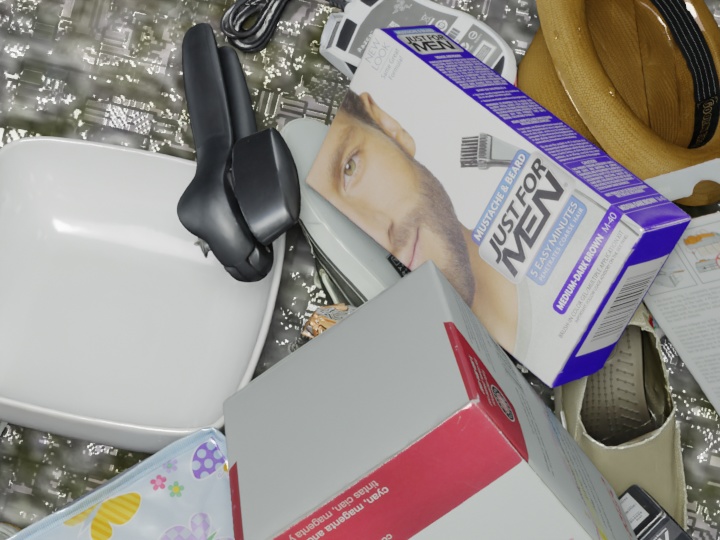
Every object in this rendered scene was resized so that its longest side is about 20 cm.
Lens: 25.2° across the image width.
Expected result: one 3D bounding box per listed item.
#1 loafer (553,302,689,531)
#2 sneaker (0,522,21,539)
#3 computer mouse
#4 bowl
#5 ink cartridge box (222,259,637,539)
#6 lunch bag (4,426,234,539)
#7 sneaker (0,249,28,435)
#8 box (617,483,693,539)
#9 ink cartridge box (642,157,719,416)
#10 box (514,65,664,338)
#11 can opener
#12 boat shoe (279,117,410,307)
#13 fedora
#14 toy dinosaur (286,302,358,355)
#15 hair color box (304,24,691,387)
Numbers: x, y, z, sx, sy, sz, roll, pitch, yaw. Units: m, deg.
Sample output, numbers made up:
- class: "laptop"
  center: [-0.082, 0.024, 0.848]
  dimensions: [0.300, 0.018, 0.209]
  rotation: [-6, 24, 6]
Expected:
- class: "loafer"
  center: [0.153, 0.100, 0.961]
  dimensions: [0.076, 0.068, 0.200]
  rotation: [-16, 106, -4]
- class: "sneaker"
  center: [-0.211, 0.254, 0.996]
  dimensions: [0.075, 0.088, 0.200]
  rotation: [-29, 85, 1]
- class: "computer mouse"
  center: [0.014, -0.144, 1.015]
  dimensions: [0.200, 0.044, 0.110]
  rotation: [36, 84, 25]
- class: "bowl"
  center: [-0.152, 0.022, 0.986]
  dimensions: [0.200, 0.075, 0.200]
  rotation: [11, 54, 3]
- class: "ink cartridge box"
  center: [0.046, 0.132, 0.847]
  dimensions: [0.145, 0.145, 0.200]
  rotation: [-36, 117, 11]
- class: "lunch bag"
  center: [-0.147, 0.192, 0.890]
  dimensions: [0.200, 0.170, 0.127]
  rotation: [-26, 80, -20]
- class: "sneaker"
  center: [-0.257, 0.078, 1.000]
  dimensions: [0.076, 0.115, 0.201]
  rotation: [14, 86, 6]
- class: "box"
  center: [0.145, 0.248, 0.950]
  dimensions: [0.200, 0.049, 0.161]
  rotation: [-45, 112, 1]
- class: "ink cartridge box"
  center: [0.244, 0.009, 0.915]
  dimensions: [0.200, 0.160, 0.047]
  rotation: [55, 48, -18]
- class: "box"
  center: [0.113, -0.025, 1.016]
  dimensions: [0.110, 0.035, 0.200]
  rotation: [-38, 83, 1]
- class: "can opener"
  center: [-0.078, -0.075, 0.989]
  dimensions: [0.079, 0.063, 0.200]
  rotation: [-24, 45, 8]
- class: "boat shoe"
  center: [0.000, 0.000, 1.004]
  dimensions: [0.064, 0.071, 0.200]
  rotation: [-37, 86, 44]
- class: "fedora"
  center: [0.152, -0.117, 0.980]
  dimensions: [0.082, 0.200, 0.201]
  rotation: [-33, 82, 41]
- class: "toy dinosaur"
  center: [0.037, 0.105, 0.953]
  dimensions: [0.200, 0.102, 0.136]
  rotation: [46, 119, 8]
- class: "hair color box"
  center: [0.072, -0.040, 0.909]
  dimensions: [0.200, 0.065, 0.109]
  rotation: [41, 120, 26]
